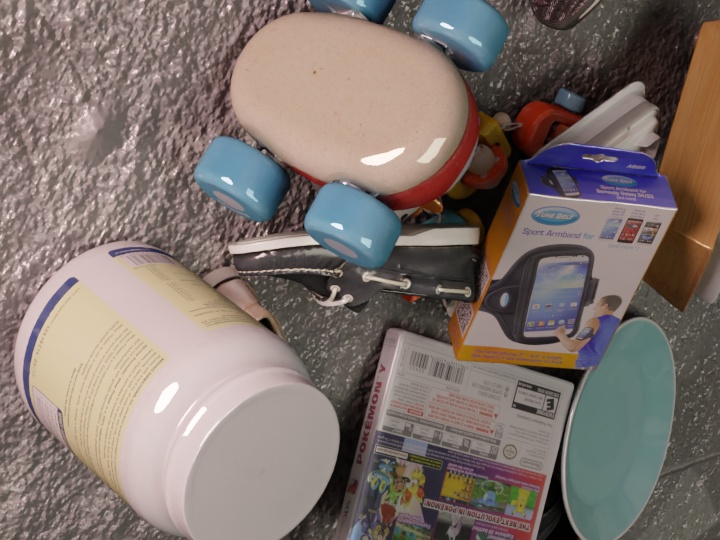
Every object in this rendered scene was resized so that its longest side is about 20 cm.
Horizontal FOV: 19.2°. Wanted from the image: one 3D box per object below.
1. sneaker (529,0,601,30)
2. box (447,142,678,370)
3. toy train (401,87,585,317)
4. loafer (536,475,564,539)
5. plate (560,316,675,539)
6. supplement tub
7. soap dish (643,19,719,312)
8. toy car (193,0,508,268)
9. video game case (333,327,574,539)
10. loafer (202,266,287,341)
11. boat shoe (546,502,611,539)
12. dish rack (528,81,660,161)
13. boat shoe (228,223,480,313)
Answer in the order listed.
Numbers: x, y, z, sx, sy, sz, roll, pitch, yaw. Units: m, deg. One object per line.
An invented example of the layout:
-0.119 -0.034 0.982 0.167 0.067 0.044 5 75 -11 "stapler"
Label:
0.209 -0.257 1.582 0.115 0.075 0.201 22 98 -50 "sneaker"
0.150 -0.008 1.563 0.118 0.042 0.201 4 136 -17 "box"
0.109 -0.050 1.627 0.150 0.055 0.201 18 101 -46 "toy train"
0.090 0.214 1.758 0.199 0.068 0.071 -23 138 -27 "loafer"
0.216 0.137 1.830 0.200 0.025 0.202 -25 121 -51 "plate"
-0.120 0.083 1.388 0.144 0.200 0.146 -22 128 -31 "supplement tub"
0.273 -0.086 1.665 0.158 0.080 0.202 87 21 -72 "soap dish"
0.017 -0.082 1.454 0.185 0.176 0.200 -61 151 -11 "toy car"
0.076 0.156 1.691 0.199 0.023 0.184 18 84 -39 "video game case"
-0.069 0.086 1.538 0.072 0.063 0.201 -38 135 -18 "loafer"
0.146 0.261 1.846 0.199 0.072 0.069 -36 131 -35 "boat shoe"
0.167 -0.035 1.645 0.171 0.043 0.201 -35 150 -36 "dish rack"
0.000 0.000 1.517 0.198 0.075 0.061 -3 94 -24 "boat shoe"
